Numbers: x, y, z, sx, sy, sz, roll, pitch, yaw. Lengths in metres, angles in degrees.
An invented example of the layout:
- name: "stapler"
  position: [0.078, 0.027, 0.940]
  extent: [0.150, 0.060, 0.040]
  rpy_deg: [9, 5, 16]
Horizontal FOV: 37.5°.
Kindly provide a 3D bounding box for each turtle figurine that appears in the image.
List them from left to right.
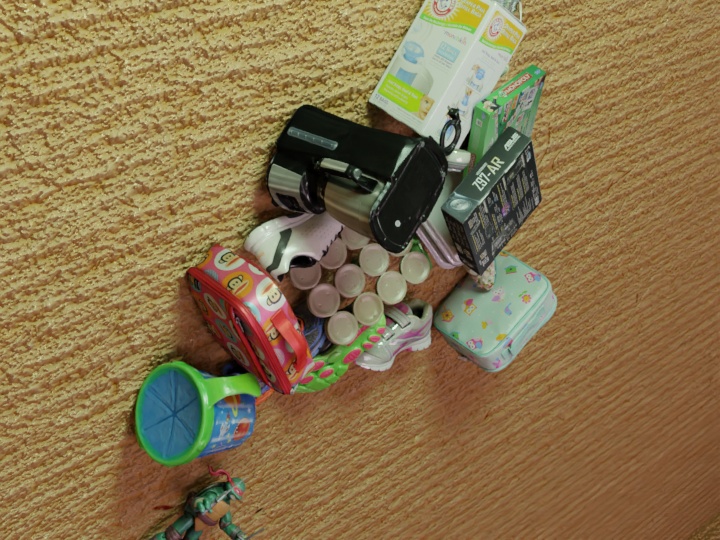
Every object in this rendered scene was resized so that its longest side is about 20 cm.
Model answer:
- name: "turtle figurine"
  position: [-0.231, 0.381, 1.622]
  extent: [0.200, 0.101, 0.150]
  rpy_deg: [-39, 129, 5]

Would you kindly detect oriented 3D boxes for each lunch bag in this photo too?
- name: "lunch bag"
  position: [-0.135, 0.072, 1.410]
  extent: [0.082, 0.176, 0.201]
  rpy_deg: [-43, 139, -20]
- name: "lunch bag"
  position: [0.237, 0.076, 1.849]
  extent: [0.200, 0.160, 0.077]
  rpy_deg: [-47, 143, -11]

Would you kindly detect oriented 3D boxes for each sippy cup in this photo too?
- name: "sippy cup"
  position: [-0.217, 0.197, 1.456]
  extent: [0.130, 0.177, 0.141]
  rpy_deg: [11, 89, -54]

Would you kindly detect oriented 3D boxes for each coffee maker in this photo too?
- name: "coffee maker"
  position: [0.003, -0.137, 1.376]
  extent: [0.192, 0.199, 0.135]
  rpy_deg: [-43, 140, -29]

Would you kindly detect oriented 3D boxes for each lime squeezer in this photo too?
- name: "lime squeezer"
  position: [0.072, -0.029, 1.684]
  extent: [0.199, 0.038, 0.071]
  rpy_deg: [1, 118, -50]

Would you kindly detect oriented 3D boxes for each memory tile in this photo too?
- name: "memory tile"
  position: [0.000, 0.000, 1.569]
  extent: [0.200, 0.017, 0.154]
  rpy_deg: [-39, 100, -20]

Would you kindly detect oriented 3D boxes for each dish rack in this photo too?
- name: "dish rack"
  position: [0.154, -0.112, 1.653]
  extent: [0.172, 0.043, 0.200]
  rpy_deg: [-45, 123, -11]

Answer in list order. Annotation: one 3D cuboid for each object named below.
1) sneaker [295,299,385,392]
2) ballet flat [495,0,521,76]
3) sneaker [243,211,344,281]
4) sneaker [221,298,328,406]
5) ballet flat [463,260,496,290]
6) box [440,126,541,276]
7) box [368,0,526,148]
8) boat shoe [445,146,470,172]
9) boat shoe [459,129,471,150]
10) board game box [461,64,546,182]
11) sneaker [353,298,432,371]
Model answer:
- name: "sneaker"
  position: [-0.050, 0.115, 1.631]
  extent: [0.199, 0.084, 0.077]
  rpy_deg: [-35, 128, 3]
- name: "ballet flat"
  position: [0.192, -0.322, 1.545]
  extent: [0.072, 0.072, 0.202]
  rpy_deg: [-5, 121, -46]
- name: "sneaker"
  position: [-0.063, -0.048, 1.467]
  extent: [0.199, 0.080, 0.074]
  rpy_deg: [-28, 165, -28]
- name: "sneaker"
  position: [-0.123, 0.113, 1.550]
  extent: [0.200, 0.075, 0.079]
  rpy_deg: [-48, 140, -12]
- name: "ballet flat"
  position: [0.190, -0.050, 1.779]
  extent: [0.063, 0.076, 0.202]
  rpy_deg: [-20, 124, -24]
- name: "box"
  position: [0.199, -0.099, 1.574]
  extent: [0.161, 0.043, 0.200]
  rpy_deg: [-50, 155, -8]
- name: "box"
  position: [0.121, -0.285, 1.467]
  extent: [0.101, 0.112, 0.201]
  rpy_deg: [17, 106, -55]
- name: "boat shoe"
  position: [0.075, -0.137, 1.457]
  extent: [0.070, 0.200, 0.072]
  rpy_deg: [1, 94, -39]
- name: "boat shoe"
  position: [0.113, -0.170, 1.568]
  extent: [0.200, 0.067, 0.057]
  rpy_deg: [-40, 145, 4]
- name: "board game box"
  position: [0.206, -0.189, 1.556]
  extent: [0.134, 0.029, 0.201]
  rpy_deg: [-37, 151, -31]
- name: "sneaker"
  position: [0.046, 0.096, 1.728]
  extent: [0.199, 0.081, 0.089]
  rpy_deg: [-24, 134, -46]
